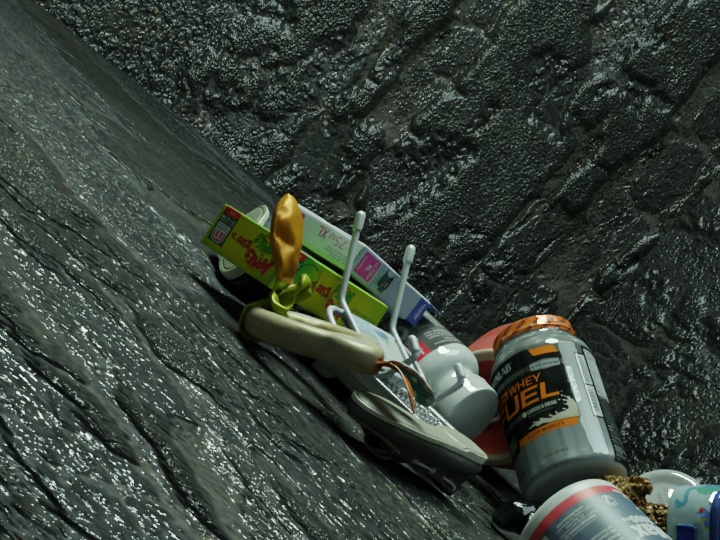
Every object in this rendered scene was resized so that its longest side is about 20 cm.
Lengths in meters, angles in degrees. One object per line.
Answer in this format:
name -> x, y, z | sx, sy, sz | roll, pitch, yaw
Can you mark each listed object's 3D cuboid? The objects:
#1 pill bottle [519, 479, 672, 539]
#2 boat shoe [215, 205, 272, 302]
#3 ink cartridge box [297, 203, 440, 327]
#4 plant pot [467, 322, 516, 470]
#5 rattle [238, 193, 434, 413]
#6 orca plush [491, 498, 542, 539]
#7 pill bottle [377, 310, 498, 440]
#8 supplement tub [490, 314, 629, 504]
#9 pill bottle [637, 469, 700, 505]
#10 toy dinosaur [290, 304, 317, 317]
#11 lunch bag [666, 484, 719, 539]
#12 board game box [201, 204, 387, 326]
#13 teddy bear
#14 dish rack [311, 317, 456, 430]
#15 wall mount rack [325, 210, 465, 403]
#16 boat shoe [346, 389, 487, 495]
pill bottle -> 0.235, 0.281, 1.256 | 0.120, 0.120, 0.200 | 37, 5, -45
boat shoe -> -0.115, -0.015, 1.647 | 0.066, 0.074, 0.199 | 53, 4, -17
ink cartridge box -> 0.000, 0.000, 1.628 | 0.119, 0.042, 0.200 | 32, -3, 36
plant pot -> 0.186, 0.164, 1.844 | 0.200, 0.200, 0.177 | 41, 14, 16
rattle -> -0.004, 0.032, 1.329 | 0.200, 0.143, 0.130 | 16, -16, 42
orca plush -> 0.220, 0.279, 1.524 | 0.200, 0.071, 0.105 | 39, 3, -20
pill bottle -> 0.065, 0.110, 1.693 | 0.200, 0.111, 0.111 | 42, 4, 38
supplement tub -> 0.217, 0.157, 1.652 | 0.123, 0.123, 0.200 | 37, 31, -47
pill bottle -> 0.374, 0.339, 1.788 | 0.109, 0.109, 0.200 | 43, -19, 41
toy dinosaur -> -0.063, 0.046, 1.699 | 0.088, 0.047, 0.200 | 46, 2, -38
lunch bag -> 0.379, 0.327, 1.549 | 0.082, 0.200, 0.161 | -5, -14, 39
board game box -> -0.064, 0.006, 1.507 | 0.102, 0.048, 0.200 | 31, -2, 34
teddy bear -> 0.288, 0.295, 1.620 | 0.145, 0.067, 0.200 | 7, -32, 0
dish rack -> 0.031, 0.137, 1.531 | 0.200, 0.044, 0.172 | 42, 2, 24
wall mount rack -> 0.032, 0.043, 1.502 | 0.200, 0.075, 0.174 | 33, 28, -57
boat shoe -> 0.046, 0.164, 1.346 | 0.067, 0.057, 0.200 | 39, 7, 41
